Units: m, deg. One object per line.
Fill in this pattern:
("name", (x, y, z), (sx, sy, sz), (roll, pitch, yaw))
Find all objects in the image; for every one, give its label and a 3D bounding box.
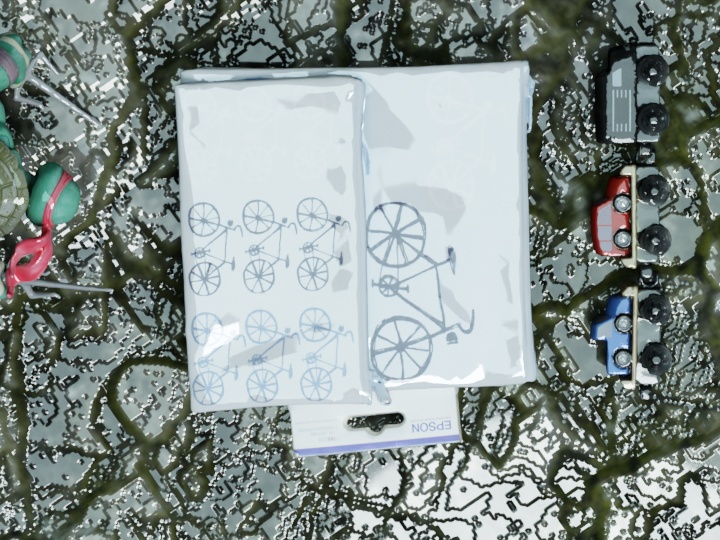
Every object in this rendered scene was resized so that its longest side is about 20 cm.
("turtle figurine", (-0.220, -0.060, 1.531), (0.199, 0.101, 0.150), (18, 96, 2))
("ink cartridge box", (0.000, 0.000, 1.571), (0.099, 0.039, 0.201), (-4, 95, -1))
("snack bag", (0.001, -0.018, 1.539), (0.199, 0.021, 0.189), (-2, 95, -1))
("toy train", (0.150, -0.027, 1.574), (0.046, 0.034, 0.201), (-1, 96, 2))
